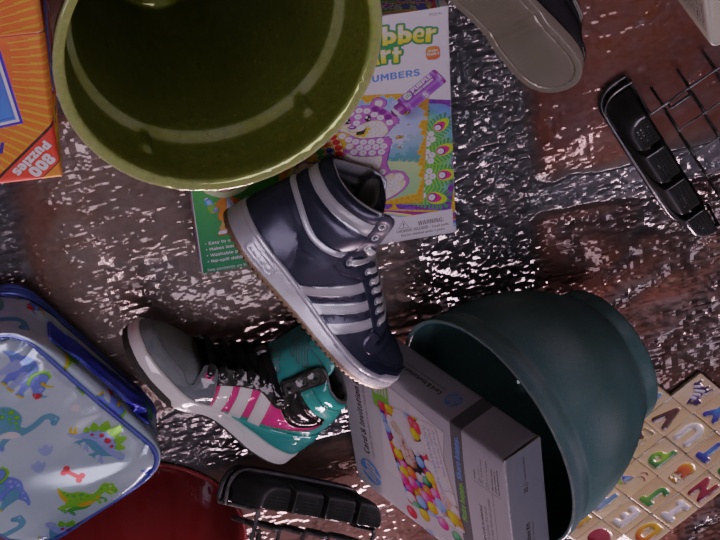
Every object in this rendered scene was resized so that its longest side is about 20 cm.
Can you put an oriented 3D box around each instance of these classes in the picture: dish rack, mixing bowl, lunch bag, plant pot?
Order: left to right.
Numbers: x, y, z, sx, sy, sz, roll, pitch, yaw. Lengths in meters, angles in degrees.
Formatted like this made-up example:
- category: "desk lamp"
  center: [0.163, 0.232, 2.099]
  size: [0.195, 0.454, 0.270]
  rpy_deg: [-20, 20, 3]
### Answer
- category: "lunch bag"
  center: [-0.259, 0.113, 1.383]
  size: [0.161, 0.083, 0.200]
  rpy_deg: [-35, 126, 14]
- category: "mixing bowl"
  center: [-0.187, 0.268, 1.501]
  size: [0.199, 0.109, 0.201]
  rpy_deg: [-6, 126, -9]
- category: "plant pot"
  center: [-0.109, -0.183, 1.127]
  size: [0.200, 0.184, 0.201]
  rpy_deg: [-11, 129, -14]
- category: "dish rack"
  center: [-0.061, 0.270, 1.470]
  size: [0.153, 0.054, 0.201]
  rpy_deg: [17, 84, -41]
- category: "plant pot"
  center: [0.148, 0.097, 1.417]
  size: [0.134, 0.200, 0.201]
  rpy_deg: [-30, 133, -26]
- category: "dish rack"
  center: [0.299, -0.122, 1.360]
  size: [0.200, 0.055, 0.153]
  rpy_deg: [-33, 128, 9]

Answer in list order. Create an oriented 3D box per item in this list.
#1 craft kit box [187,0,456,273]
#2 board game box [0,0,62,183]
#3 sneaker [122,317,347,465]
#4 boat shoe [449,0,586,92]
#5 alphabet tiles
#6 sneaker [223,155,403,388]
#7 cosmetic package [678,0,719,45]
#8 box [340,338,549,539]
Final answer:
- category: "craft kit box"
  center: [-0.032, -0.101, 1.303]
  size: [0.199, 0.049, 0.198]
  rpy_deg: [-10, 125, -6]
- category: "board game box"
  center: [-0.293, -0.181, 1.079]
  size: [0.199, 0.200, 0.200]
  rpy_deg: [-7, 127, -8]
- category: "sneaker"
  center: [-0.079, 0.071, 1.391]
  size: [0.121, 0.084, 0.200]
  rpy_deg: [-36, 134, 20]
- category: "boat shoe"
  center: [0.097, -0.213, 1.247]
  size: [0.072, 0.063, 0.200]
  rpy_deg: [-14, 130, 33]
- category: "alphabet tiles"
  center: [0.254, 0.175, 1.599]
  size: [0.200, 0.006, 0.166]
  rpy_deg: [-41, 125, 17]
- category: "sneaker"
  center: [0.000, 0.000, 1.316]
  size: [0.108, 0.070, 0.200]
  rpy_deg: [-33, 124, 14]
- category: "cosmetic package"
  center: [0.218, -0.242, 1.156]
  size: [0.071, 0.200, 0.105]
  rpy_deg: [-17, 129, -2]
- category: "box"
  center: [0.065, 0.148, 1.417]
  size: [0.041, 0.200, 0.156]
  rpy_deg: [-30, 133, -26]
